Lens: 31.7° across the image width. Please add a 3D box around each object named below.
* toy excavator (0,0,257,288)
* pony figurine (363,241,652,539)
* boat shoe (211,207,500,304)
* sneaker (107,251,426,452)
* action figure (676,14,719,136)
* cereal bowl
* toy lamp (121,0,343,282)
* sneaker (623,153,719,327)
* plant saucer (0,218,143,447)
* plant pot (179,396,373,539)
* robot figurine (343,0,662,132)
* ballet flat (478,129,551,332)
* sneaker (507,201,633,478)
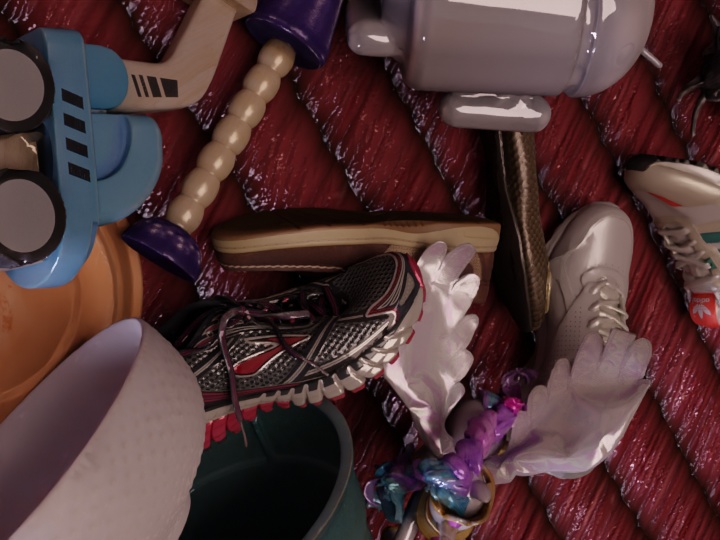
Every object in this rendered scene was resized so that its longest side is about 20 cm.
[{"bbox_3d":[-0.143,-0.089,0.697,0.199,0.100,0.196,-2,85,-42],"label":"toy excavator"},{"bbox_3d":[0.072,0.107,0.792,0.166,0.200,0.194,23,67,4],"label":"pony figurine"},{"bbox_3d":[0.000,0.000,0.811,0.199,0.072,0.073,-1,101,-30],"label":"boat shoe"},{"bbox_3d":[-0.055,0.041,0.740,0.199,0.081,0.075,-26,122,-1],"label":"sneaker"},{"bbox_3d":[0.313,-0.175,0.922,0.199,0.102,0.119,-28,121,8],"label":"action figure"},{"bbox_3d":[-0.148,0.124,0.643,0.083,0.200,0.200,45,78,-17],"label":"cereal bowl"},{"bbox_3d":[-0.072,-0.093,0.758,0.058,0.058,0.201,36,76,-27],"label":"toy lamp"},{"bbox_3d":[0.263,-0.010,0.937,0.199,0.070,0.094,29,84,-28],"label":"sneaker"},{"bbox_3d":[-0.220,0.017,0.723,0.199,0.032,0.202,-4,100,-25],"label":"plant saucer"},{"bbox_3d":[-0.061,0.207,0.756,0.200,0.200,0.197,-35,121,-17],"label":"plant pot"},{"bbox_3d":[0.091,-0.164,0.766,0.198,0.113,0.171,3,122,-4],"label":"robot figurine"},{"bbox_3d":[0.108,-0.058,0.857,0.046,0.067,0.201,-13,98,-16],"label":"ballet flat"},{"bbox_3d":[0.164,0.053,0.882,0.077,0.099,0.201,10,94,-28],"label":"sneaker"}]
